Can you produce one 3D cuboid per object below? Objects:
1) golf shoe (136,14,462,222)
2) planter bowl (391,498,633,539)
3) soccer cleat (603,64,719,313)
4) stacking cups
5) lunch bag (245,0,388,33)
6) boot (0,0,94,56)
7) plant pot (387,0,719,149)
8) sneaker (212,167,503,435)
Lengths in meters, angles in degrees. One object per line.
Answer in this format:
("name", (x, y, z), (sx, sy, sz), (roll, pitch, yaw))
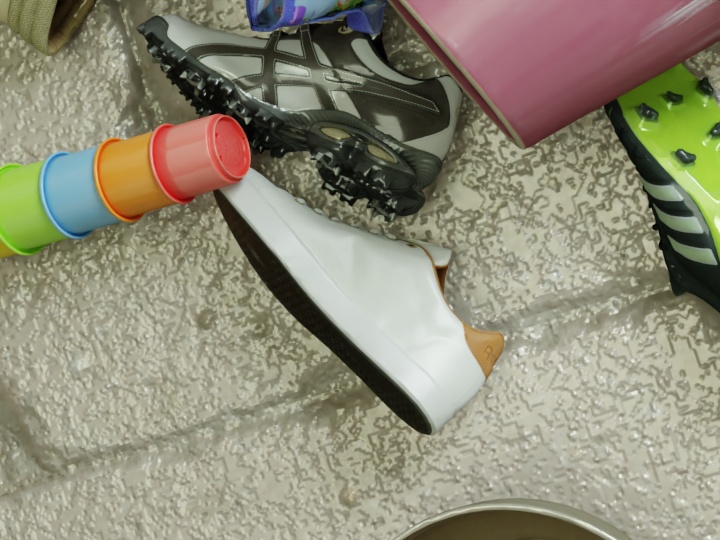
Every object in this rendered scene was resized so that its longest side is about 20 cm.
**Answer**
("golf shoe", (-0.033, -0.110, 0.890), (0.199, 0.078, 0.095), (30, 78, 13))
("planter bowl", (0.091, 0.213, 0.829), (0.199, 0.135, 0.201), (1, 93, 14))
("soccer cleat", (0.180, -0.036, 0.832), (0.067, 0.081, 0.201), (-18, 67, -28))
("stacking cups", (-0.154, -0.049, 0.903), (0.199, 0.060, 0.061), (-13, 89, 25))
("lunch bag", (0.005, -0.220, 0.801), (0.094, 0.150, 0.201), (25, 129, 40))
("boot", (-0.202, -0.246, 0.915), (0.155, 0.073, 0.201), (31, 106, 13))
("plant pot", (0.107, -0.166, 0.766), (0.179, 0.200, 0.200), (-40, 82, 5))
("sneaker", (0.000, 0.000, 0.889), (0.085, 0.073, 0.200), (-41, 76, -16))
